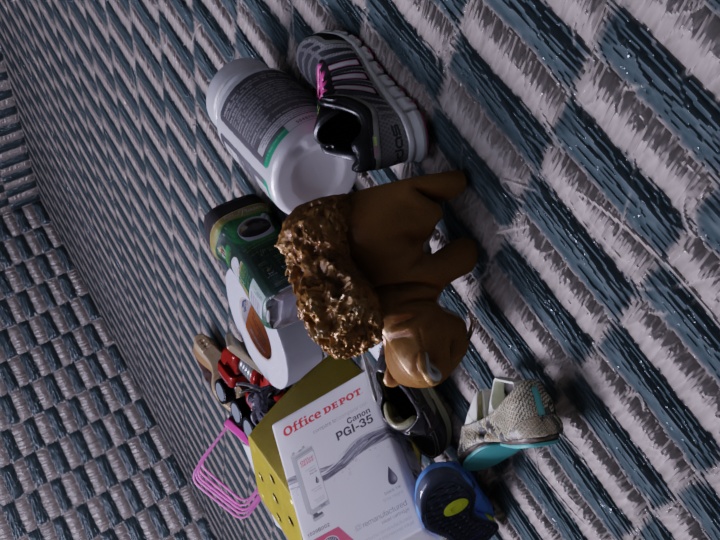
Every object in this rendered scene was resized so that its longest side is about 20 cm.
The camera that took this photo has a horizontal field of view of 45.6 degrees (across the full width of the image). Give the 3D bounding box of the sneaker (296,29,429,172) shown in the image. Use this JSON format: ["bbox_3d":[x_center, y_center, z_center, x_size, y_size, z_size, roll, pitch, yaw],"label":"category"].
[{"bbox_3d":[-0.019,-0.164,0.833,0.201,0.086,0.075,51,152,31],"label":"sneaker"}]

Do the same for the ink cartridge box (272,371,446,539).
[{"bbox_3d":[-0.007,0.245,1.003,0.083,0.145,0.203,44,-161,-55],"label":"ink cartridge box"}]

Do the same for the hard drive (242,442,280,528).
[{"bbox_3d":[-0.190,0.468,1.851,0.131,0.026,0.204,-4,108,65],"label":"hard drive"}]

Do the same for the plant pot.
[{"bbox_3d":[-0.043,0.271,1.179,0.200,0.174,0.203,42,147,40],"label":"plant pot"}]

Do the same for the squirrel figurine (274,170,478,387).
[{"bbox_3d":[0.017,0.021,0.789,0.140,0.196,0.192,-9,92,58],"label":"squirrel figurine"}]

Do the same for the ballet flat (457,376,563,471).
[{"bbox_3d":[0.138,0.142,0.824,0.200,0.066,0.077,118,144,-68],"label":"ballet flat"}]

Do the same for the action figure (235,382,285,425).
[{"bbox_3d":[-0.114,0.239,1.390,0.202,0.102,0.118,55,166,-22],"label":"action figure"}]

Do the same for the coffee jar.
[{"bbox_3d":[-0.138,-0.018,1.197,0.201,0.103,0.086,50,149,33],"label":"coffee jar"}]

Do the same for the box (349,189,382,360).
[{"bbox_3d":[0.000,0.000,1.004,0.201,0.041,0.158,51,152,29],"label":"box"}]

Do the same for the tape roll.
[{"bbox_3d":[-0.136,0.078,1.329,0.200,0.065,0.203,45,148,38],"label":"tape roll"}]

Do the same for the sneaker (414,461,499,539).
[{"bbox_3d":[0.093,0.239,0.931,0.201,0.065,0.079,53,-172,-53],"label":"sneaker"}]

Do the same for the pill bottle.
[{"bbox_3d":[-0.093,-0.156,0.959,0.200,0.111,0.115,47,150,42],"label":"pill bottle"}]

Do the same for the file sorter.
[{"bbox_3d":[-0.229,0.366,1.607,0.138,0.126,0.200,39,171,-1],"label":"file sorter"}]

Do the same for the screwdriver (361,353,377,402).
[{"bbox_3d":[-0.008,0.047,0.962,0.029,0.027,0.205,-26,-81,-70],"label":"screwdriver"}]

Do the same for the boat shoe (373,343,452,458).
[{"bbox_3d":[0.052,0.151,0.966,0.072,0.065,0.203,17,141,39],"label":"boat shoe"}]

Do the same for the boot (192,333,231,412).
[{"bbox_3d":[-0.285,0.233,1.811,0.202,0.071,0.167,55,166,21],"label":"boot"}]

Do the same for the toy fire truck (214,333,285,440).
[{"bbox_3d":[-0.194,0.173,1.492,0.176,0.126,0.204,41,135,44],"label":"toy fire truck"}]
